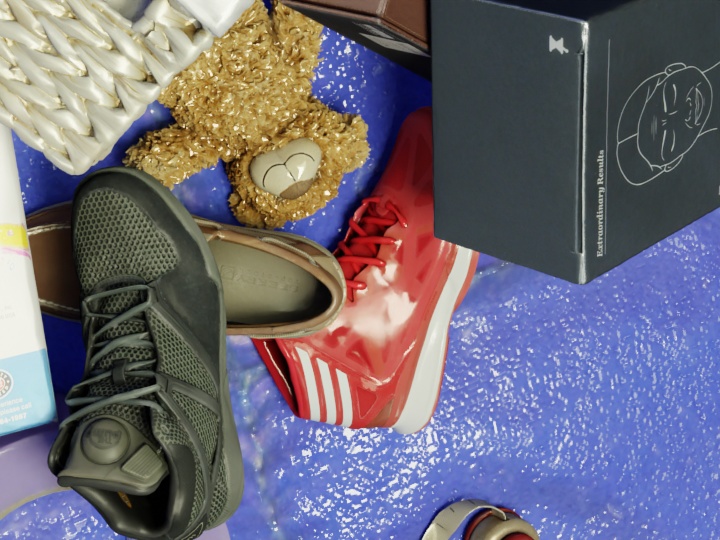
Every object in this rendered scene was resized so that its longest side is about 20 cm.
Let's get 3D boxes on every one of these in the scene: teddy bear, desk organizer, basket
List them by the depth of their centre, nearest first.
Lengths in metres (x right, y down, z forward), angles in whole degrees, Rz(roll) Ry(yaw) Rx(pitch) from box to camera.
[{"bbox_3d":[-0.135,-0.142,1.006,0.135,0.200,0.123,39,102,-9],"label":"basket"},{"bbox_3d":[-0.075,-0.107,1.148,0.145,0.067,0.200,-26,110,-19],"label":"teddy bear"},{"bbox_3d":[0.052,-0.151,1.166,0.200,0.072,0.077,20,87,-52],"label":"desk organizer"}]

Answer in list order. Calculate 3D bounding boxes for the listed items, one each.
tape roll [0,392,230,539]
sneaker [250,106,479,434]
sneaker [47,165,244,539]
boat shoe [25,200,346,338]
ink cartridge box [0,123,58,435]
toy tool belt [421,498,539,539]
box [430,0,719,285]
[{"bbox_3d":[-0.177,0.174,1.143,0.199,0.085,0.201,-6,103,-28],"label":"tape roll"},{"bbox_3d":[0.000,0.000,1.205,0.115,0.078,0.201,2,98,-30],"label":"sneaker"},{"bbox_3d":[-0.115,0.046,1.047,0.076,0.114,0.200,-8,94,15],"label":"sneaker"},{"bbox_3d":[-0.103,0.000,1.132,0.199,0.072,0.076,3,94,-9],"label":"boat shoe"},{"bbox_3d":[-0.247,-0.016,1.042,0.128,0.125,0.201,-13,105,-25],"label":"ink cartridge box"},{"bbox_3d":[0.073,0.251,1.270,0.125,0.123,0.200,36,83,-29],"label":"toy tool belt"},{"bbox_3d":[0.140,-0.102,1.147,0.200,0.107,0.149,-26,124,-43],"label":"box"}]
